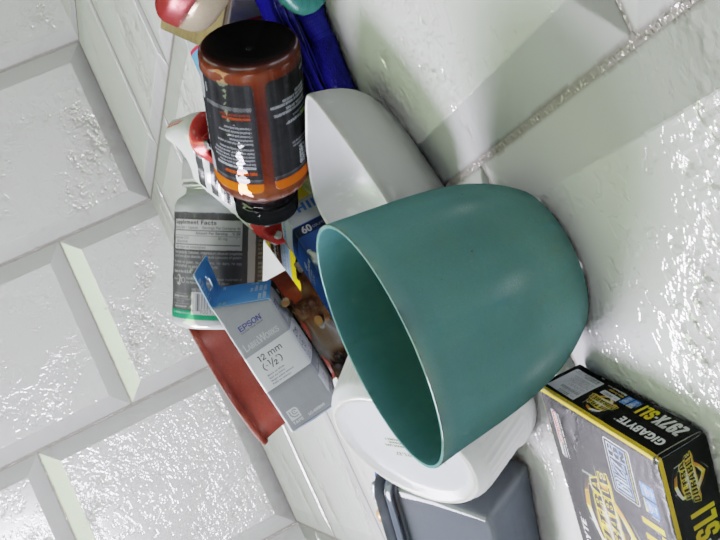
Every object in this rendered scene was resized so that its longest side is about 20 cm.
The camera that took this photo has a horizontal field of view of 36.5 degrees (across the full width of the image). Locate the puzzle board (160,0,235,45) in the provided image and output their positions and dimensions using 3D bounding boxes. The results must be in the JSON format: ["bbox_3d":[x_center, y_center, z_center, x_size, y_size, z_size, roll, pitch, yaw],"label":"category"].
[{"bbox_3d":[-0.165,-0.350,1.188,0.150,0.017,0.204,32,114,50],"label":"puzzle board"}]

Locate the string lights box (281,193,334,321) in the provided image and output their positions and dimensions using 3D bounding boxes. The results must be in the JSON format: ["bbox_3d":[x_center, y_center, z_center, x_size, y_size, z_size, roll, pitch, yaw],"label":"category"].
[{"bbox_3d":[0.000,0.000,1.198,0.201,0.102,0.059,57,164,28],"label":"string lights box"}]

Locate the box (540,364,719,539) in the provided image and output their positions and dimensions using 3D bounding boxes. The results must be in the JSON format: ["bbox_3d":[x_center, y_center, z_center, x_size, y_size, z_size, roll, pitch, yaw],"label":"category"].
[{"bbox_3d":[0.220,0.190,0.847,0.159,0.049,0.203,28,140,63],"label":"box"}]

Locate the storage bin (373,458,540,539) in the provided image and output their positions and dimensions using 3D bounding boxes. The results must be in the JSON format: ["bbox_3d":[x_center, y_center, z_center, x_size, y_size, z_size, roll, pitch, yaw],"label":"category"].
[{"bbox_3d":[0.121,0.266,1.174,0.133,0.145,0.203,14,132,36],"label":"storage bin"}]

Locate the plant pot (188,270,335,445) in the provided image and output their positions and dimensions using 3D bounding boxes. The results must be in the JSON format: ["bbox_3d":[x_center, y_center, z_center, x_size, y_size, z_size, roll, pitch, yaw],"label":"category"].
[{"bbox_3d":[-0.102,0.093,1.468,0.202,0.194,0.201,56,175,7],"label":"plant pot"}]

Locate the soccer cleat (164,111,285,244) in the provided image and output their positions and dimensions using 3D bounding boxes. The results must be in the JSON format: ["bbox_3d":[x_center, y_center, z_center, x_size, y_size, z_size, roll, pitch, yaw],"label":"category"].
[{"bbox_3d":[-0.146,-0.105,1.253,0.084,0.069,0.200,6,147,42],"label":"soccer cleat"}]

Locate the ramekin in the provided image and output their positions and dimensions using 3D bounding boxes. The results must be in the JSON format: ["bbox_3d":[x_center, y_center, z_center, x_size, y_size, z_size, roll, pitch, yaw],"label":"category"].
[{"bbox_3d":[0.062,0.136,1.045,0.200,0.095,0.204,24,147,17],"label":"ramekin"}]

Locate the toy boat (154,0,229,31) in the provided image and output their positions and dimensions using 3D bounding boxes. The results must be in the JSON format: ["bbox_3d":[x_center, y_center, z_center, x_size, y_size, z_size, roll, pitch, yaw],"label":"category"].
[{"bbox_3d":[-0.176,-0.334,1.054,0.130,0.129,0.203,-42,43,45],"label":"toy boat"}]

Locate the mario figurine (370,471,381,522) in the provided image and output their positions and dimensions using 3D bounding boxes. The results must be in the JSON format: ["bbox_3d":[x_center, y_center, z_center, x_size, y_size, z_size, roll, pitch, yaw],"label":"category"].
[{"bbox_3d":[0.035,0.295,1.514,0.123,0.106,0.201,33,-160,-42],"label":"mario figurine"}]

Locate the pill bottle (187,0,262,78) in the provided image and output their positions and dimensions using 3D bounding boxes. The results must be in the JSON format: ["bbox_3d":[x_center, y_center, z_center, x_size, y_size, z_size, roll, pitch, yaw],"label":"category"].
[{"bbox_3d":[-0.137,-0.244,1.282,0.203,0.107,0.109,66,165,-2],"label":"pill bottle"}]

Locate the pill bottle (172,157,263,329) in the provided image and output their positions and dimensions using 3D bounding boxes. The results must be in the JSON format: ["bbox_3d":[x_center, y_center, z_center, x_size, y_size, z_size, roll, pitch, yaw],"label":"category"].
[{"bbox_3d":[-0.173,-0.033,1.335,0.113,0.111,0.204,-171,83,-72],"label":"pill bottle"}]

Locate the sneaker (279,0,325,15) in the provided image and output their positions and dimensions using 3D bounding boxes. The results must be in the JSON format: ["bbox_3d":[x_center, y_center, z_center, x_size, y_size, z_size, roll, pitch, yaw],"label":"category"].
[{"bbox_3d":[-0.057,-0.313,0.975,0.080,0.070,0.202,-125,19,-46],"label":"sneaker"}]

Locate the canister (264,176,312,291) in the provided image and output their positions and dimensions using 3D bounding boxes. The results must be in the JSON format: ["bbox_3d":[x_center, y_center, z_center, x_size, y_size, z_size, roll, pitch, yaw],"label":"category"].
[{"bbox_3d":[-0.089,-0.082,1.400,0.201,0.085,0.150,51,151,38],"label":"canister"}]

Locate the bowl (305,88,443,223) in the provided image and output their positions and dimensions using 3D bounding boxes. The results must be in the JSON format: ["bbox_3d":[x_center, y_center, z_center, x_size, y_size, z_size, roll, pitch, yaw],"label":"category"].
[{"bbox_3d":[0.022,-0.068,1.077,0.201,0.074,0.201,57,162,29],"label":"bowl"}]

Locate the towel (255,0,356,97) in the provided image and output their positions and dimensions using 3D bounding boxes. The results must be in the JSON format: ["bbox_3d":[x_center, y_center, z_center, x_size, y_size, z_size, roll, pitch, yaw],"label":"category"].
[{"bbox_3d":[-0.074,-0.257,1.162,0.203,0.049,0.147,68,164,-7],"label":"towel"}]

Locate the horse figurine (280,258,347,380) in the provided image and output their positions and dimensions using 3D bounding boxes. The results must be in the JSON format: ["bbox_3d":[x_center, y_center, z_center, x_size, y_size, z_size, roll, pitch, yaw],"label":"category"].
[{"bbox_3d":[-0.030,0.080,1.240,0.201,0.050,0.133,53,-175,-3],"label":"horse figurine"}]

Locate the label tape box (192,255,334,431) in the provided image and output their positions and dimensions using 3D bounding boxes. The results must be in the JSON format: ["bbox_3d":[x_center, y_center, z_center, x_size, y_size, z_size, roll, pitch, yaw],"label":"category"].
[{"bbox_3d":[-0.105,0.065,1.220,0.202,0.065,0.143,60,-179,-8],"label":"label tape box"}]

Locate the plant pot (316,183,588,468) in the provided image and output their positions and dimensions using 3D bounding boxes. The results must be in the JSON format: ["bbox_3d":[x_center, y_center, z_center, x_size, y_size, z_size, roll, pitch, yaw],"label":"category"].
[{"bbox_3d":[0.080,0.026,0.854,0.202,0.159,0.202,56,162,29],"label":"plant pot"}]

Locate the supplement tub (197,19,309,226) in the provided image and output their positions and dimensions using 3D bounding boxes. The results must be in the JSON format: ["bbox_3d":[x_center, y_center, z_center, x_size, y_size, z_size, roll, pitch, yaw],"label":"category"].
[{"bbox_3d":[-0.106,-0.147,1.131,0.107,0.105,0.203,49,151,45],"label":"supplement tub"}]
